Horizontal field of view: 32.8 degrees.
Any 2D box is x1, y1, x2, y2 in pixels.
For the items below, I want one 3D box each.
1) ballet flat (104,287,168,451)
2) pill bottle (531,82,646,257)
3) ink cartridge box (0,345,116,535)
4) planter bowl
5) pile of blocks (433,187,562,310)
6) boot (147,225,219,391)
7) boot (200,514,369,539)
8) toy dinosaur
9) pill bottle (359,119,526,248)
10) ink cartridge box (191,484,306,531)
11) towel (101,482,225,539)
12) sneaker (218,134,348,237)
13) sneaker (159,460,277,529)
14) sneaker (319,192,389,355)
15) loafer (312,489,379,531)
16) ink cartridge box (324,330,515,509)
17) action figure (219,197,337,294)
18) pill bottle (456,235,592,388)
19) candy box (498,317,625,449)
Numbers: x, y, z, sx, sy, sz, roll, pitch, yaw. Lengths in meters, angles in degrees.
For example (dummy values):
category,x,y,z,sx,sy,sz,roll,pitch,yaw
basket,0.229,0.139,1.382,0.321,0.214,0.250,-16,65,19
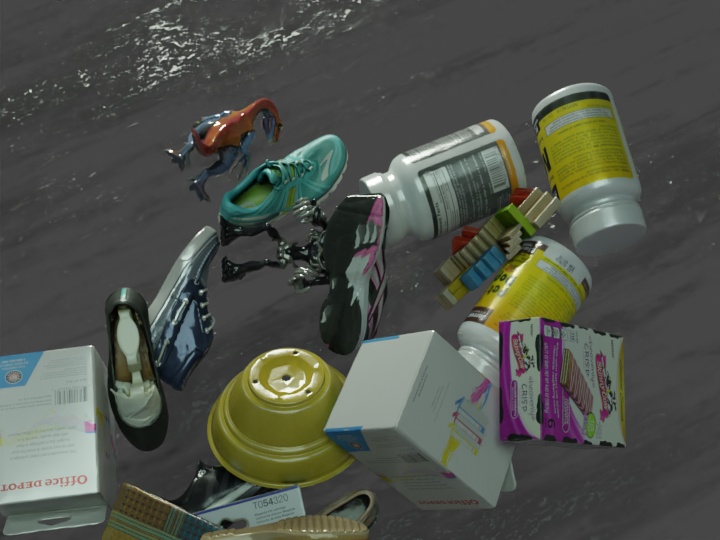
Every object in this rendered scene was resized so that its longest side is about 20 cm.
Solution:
category,x,y,z,sx,sy,sz,roll,pitch,yaw
ballet flat,-0.274,0.123,1.463,0.067,0.068,0.204,-11,96,-7
pill bottle,0.299,-0.129,1.589,0.112,0.115,0.203,-10,67,-5
ink cartridge box,-0.360,0.210,1.439,0.126,0.126,0.203,-6,67,-2
planter bowl,-0.086,0.152,1.444,0.196,0.084,0.202,-1,40,1
pile of blocks,0.159,-0.037,1.536,0.062,0.082,0.200,44,98,-5
boot,-0.212,0.049,1.544,0.089,0.073,0.202,30,78,4
boot,-0.078,0.360,1.332,0.196,0.072,0.170,-8,93,7
toy dinosaur,-0.158,-0.170,1.589,0.181,0.199,0.105,-45,101,-24
pill bottle,0.105,-0.109,1.579,0.197,0.117,0.118,-22,69,-9
ink cartridge box,-0.130,0.365,1.384,0.193,0.043,0.203,-16,76,10
towel,-0.245,0.360,1.382,0.145,0.022,0.203,20,86,18
sneaker,-0.098,-0.114,1.599,0.199,0.080,0.078,-35,72,-14
sneaker,-0.161,0.251,1.453,0.199,0.072,0.083,-34,70,-13
sneaker,0.000,0.000,1.524,0.079,0.086,0.203,18,102,27
loafer,-0.060,0.323,1.427,0.199,0.063,0.072,-39,74,-15
ink cartridge box,0.084,0.183,1.409,0.200,0.128,0.127,41,58,-28
action figure,-0.078,-0.026,1.549,0.196,0.102,0.121,-2,83,-6
pill bottle,0.193,0.064,1.511,0.108,0.110,0.201,33,71,13
candy box,0.238,0.135,1.428,0.060,0.199,0.139,-7,77,38
